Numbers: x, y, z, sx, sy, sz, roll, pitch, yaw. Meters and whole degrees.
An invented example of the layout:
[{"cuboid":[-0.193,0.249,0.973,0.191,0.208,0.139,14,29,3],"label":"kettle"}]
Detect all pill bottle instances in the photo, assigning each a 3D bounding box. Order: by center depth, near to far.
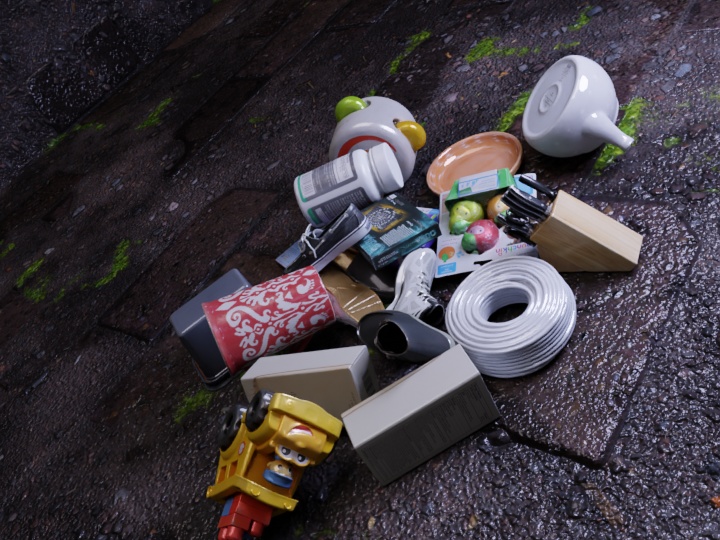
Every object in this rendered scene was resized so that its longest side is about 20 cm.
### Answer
[{"cuboid":[-0.023,-0.172,1.443,0.199,0.113,0.114,-21,37,16],"label":"pill bottle"}]

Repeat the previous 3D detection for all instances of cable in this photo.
[{"cuboid":[0.229,0.067,1.109,0.199,0.069,0.200,-37,37,-8],"label":"cable"}]

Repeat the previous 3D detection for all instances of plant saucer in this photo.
[{"cuboid":[0.231,-0.203,1.449,0.199,0.038,0.201,-19,37,15],"label":"plant saucer"}]

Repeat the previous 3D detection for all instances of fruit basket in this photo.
[{"cuboid":[0.219,-0.087,1.278,0.184,0.094,0.201,-11,44,25],"label":"fruit basket"}]

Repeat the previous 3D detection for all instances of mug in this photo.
[{"cuboid":[-0.153,0.088,1.255,0.199,0.178,0.134,-24,65,-10],"label":"mug"}]

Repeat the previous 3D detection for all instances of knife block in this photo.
[{"cuboid":[0.319,-0.079,1.125,0.199,0.176,0.064,0,47,34],"label":"knife block"}]

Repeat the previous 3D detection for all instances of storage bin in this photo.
[{"cuboid":[-0.250,0.105,1.350,0.200,0.135,0.146,-38,37,-8],"label":"storage bin"}]

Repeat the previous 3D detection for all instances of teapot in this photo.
[{"cuboid":[0.406,-0.290,1.346,0.197,0.145,0.201,-33,40,61],"label":"teapot"}]

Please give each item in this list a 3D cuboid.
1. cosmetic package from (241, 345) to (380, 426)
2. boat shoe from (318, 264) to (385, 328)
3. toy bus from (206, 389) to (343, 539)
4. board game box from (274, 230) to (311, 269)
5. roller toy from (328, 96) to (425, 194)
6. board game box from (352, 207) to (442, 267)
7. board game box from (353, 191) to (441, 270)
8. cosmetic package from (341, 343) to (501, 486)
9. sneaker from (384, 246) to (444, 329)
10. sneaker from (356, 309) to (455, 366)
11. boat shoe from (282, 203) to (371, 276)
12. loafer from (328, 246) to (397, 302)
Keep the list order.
[{"cuboid":[-0.075,0.187,1.132,0.199,0.104,0.073,-11,18,26],"label":"cosmetic package"},{"cuboid":[-0.020,0.063,1.295,0.070,0.070,0.200,-22,40,-25],"label":"boat shoe"},{"cuboid":[-0.134,0.286,1.018,0.200,0.135,0.193,-37,29,47],"label":"toy bus"},{"cuboid":[-0.089,-0.015,1.471,0.103,0.019,0.200,-42,38,-13],"label":"board game box"},{"cuboid":[0.031,-0.258,1.534,0.198,0.183,0.140,13,44,1],"label":"roller toy"},{"cuboid":[0.049,-0.072,1.401,0.199,0.045,0.134,11,44,42],"label":"board game box"},{"cuboid":[0.047,-0.077,1.326,0.135,0.028,0.200,-28,29,-7],"label":"board game box"},{"cuboid":[0.085,0.205,1.023,0.199,0.104,0.073,-31,36,-1],"label":"cosmetic package"},{"cuboid":[0.109,0.047,1.201,0.115,0.076,0.201,-4,52,47],"label":"sneaker"},{"cuboid":[0.041,0.092,1.093,0.199,0.106,0.075,11,84,49],"label":"sneaker"},{"cuboid":[-0.076,-0.047,1.298,0.199,0.068,0.074,-34,22,24],"label":"boat shoe"},{"cuboid":[0.000,0.000,1.333,0.199,0.072,0.073,20,61,34],"label":"loafer"}]
